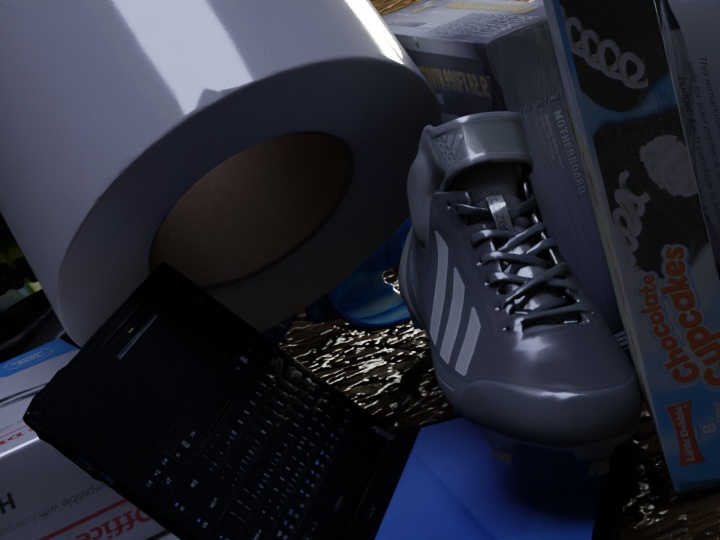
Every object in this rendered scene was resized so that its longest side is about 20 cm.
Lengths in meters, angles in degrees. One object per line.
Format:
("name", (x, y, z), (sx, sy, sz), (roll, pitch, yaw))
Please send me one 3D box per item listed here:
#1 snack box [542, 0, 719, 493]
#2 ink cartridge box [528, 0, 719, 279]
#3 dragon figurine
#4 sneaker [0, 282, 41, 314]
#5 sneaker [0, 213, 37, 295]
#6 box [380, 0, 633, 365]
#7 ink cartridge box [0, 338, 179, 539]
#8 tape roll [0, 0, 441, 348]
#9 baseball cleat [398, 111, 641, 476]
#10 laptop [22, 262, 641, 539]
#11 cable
("snack box", (0.105, -0.031, 0.725), (0.037, 0.202, 0.116), (-14, 15, 6))
("ink cartridge box", (0.171, -0.069, 0.894), (0.084, 0.146, 0.199), (-27, 17, -32))
("dragon figurine", (0.000, 0.000, 1.040), (0.198, 0.101, 0.059), (-5, 3, -35))
("sneaker", (-0.138, 0.023, 1.093), (0.145, 0.081, 0.200), (-14, 9, 36))
("sneaker", (-0.155, -0.048, 1.081), (0.198, 0.079, 0.086), (-10, 35, 2))
("box", (0.070, -0.046, 0.919), (0.048, 0.160, 0.200), (-22, 13, -13))
("ink cartridge box", (-0.148, 0.094, 0.867), (0.115, 0.068, 0.200), (-25, 15, -20))
("tape roll", (-0.080, -0.073, 0.906), (0.201, 0.140, 0.203), (-27, -27, -15))
("baseball cleat", (0.053, -0.002, 0.759), (0.069, 0.108, 0.200), (-8, 21, -16))
("laptop", (-0.002, 0.050, 0.765), (0.104, 0.199, 0.177), (-53, 1, 21))
("cable", (-0.130, 0.014, 1.030), (0.200, 0.050, 0.097), (-48, 42, -14))
